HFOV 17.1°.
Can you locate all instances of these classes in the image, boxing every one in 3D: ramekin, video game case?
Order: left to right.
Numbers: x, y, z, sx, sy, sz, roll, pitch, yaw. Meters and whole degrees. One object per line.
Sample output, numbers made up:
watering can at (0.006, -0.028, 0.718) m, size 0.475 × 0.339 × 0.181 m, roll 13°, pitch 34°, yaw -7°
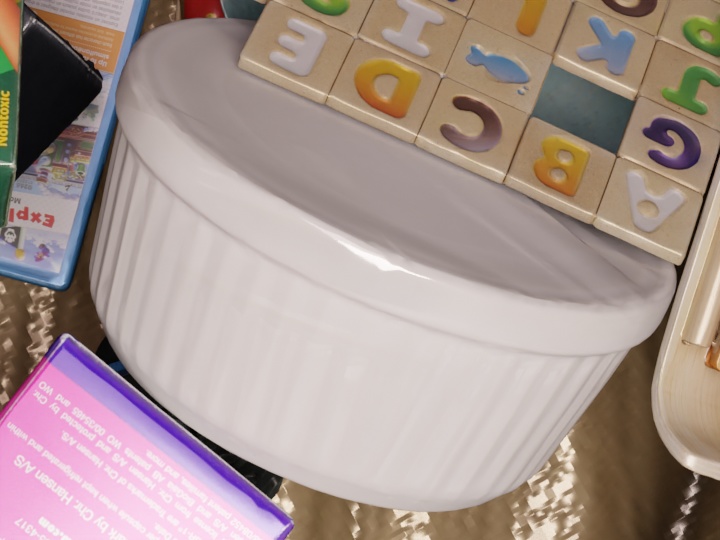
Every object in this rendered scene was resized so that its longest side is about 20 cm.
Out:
video game case at (-0.162, -0.106, 0.983) m, size 0.142 × 0.018 × 0.201 m, roll 15°, pitch 85°, yaw -2°
ramekin at (0.000, 0.000, 0.823) m, size 0.202 × 0.202 × 0.095 m, roll 23°, pitch 111°, yaw -1°

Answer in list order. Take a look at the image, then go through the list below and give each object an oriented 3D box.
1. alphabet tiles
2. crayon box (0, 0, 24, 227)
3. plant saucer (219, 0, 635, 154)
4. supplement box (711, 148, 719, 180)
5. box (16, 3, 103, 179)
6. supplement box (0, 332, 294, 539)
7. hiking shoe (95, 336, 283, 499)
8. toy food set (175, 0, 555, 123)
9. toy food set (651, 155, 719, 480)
alphabet tiles at (0.043, -0.100, 0.862) m, size 0.199 × 0.008 × 0.168 m, roll 24°, pitch 47°, yaw -1°
crayon box at (-0.198, -0.120, 0.802) m, size 0.172 × 0.058 × 0.201 m, roll 3°, pitch 67°, yaw -11°
plant saucer at (0.042, -0.124, 0.937) m, size 0.200 × 0.039 × 0.202 m, roll 0°, pitch 85°, yaw -4°
supplement box at (0.220, 0.011, 0.959) m, size 0.110 × 0.086 × 0.201 m, roll -17°, pitch 86°, yaw -4°
box at (-0.242, -0.077, 0.908) m, size 0.197 × 0.124 × 0.200 m, roll 44°, pitch 89°, yaw 10°
supplement box at (-0.122, 0.132, 0.803) m, size 0.103 × 0.101 × 0.200 m, roll 39°, pitch 84°, yaw 0°
hiking shoe at (-0.011, 0.037, 0.950) m, size 0.199 × 0.075 × 0.087 m, roll -10°, pitch 47°, yaw -20°
toy food set at (0.025, -0.102, 0.977) m, size 0.200 × 0.049 × 0.198 m, roll -35°, pitch 88°, yaw -6°
toy food set at (0.197, -0.011, 0.849) m, size 0.143 × 0.060 × 0.201 m, roll 15°, pitch 94°, yaw -27°
